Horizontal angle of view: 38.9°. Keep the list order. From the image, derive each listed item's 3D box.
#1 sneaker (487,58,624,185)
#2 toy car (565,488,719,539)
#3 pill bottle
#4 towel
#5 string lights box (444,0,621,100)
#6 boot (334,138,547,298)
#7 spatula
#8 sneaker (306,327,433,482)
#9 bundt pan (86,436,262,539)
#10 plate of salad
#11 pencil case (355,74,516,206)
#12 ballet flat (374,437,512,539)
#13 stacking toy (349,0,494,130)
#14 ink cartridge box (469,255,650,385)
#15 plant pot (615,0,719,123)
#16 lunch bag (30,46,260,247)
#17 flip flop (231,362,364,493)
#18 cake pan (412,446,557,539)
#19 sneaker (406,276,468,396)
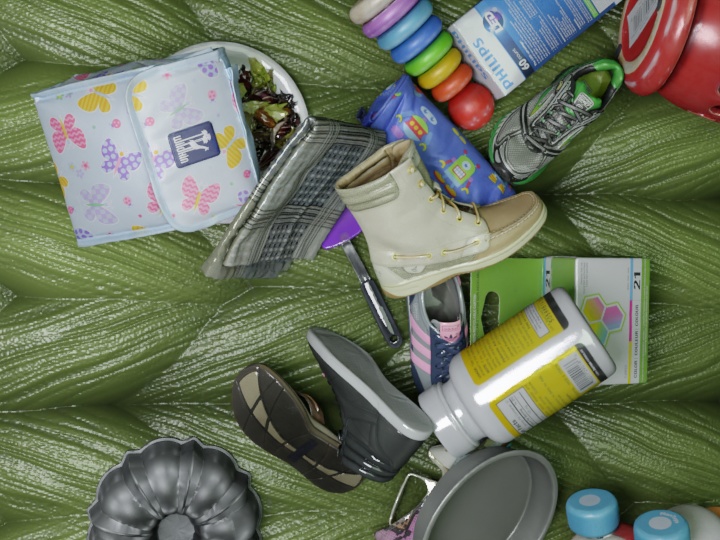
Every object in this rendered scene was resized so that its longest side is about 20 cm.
[{"bbox_3d":[0.222,-0.178,1.165,0.078,0.085,0.200,45,73,-6],"label":"sneaker"},{"bbox_3d":[0.362,0.334,1.212,0.199,0.176,0.186,-24,112,-38],"label":"toy car"},{"bbox_3d":[0.165,0.116,1.102,0.199,0.111,0.112,-34,98,9],"label":"pill bottle"},{"bbox_3d":[-0.062,-0.068,1.057,0.034,0.192,0.201,41,106,14],"label":"towel"},{"bbox_3d":[0.204,-0.299,1.184,0.199,0.059,0.103,-39,98,-7],"label":"string lights box"},{"bbox_3d":[0.087,-0.073,1.074,0.198,0.072,0.156,-24,119,6],"label":"boot"},{"bbox_3d":[0.000,0.000,1.173,0.056,0.021,0.201,-27,99,4],"label":"spatula"},{"bbox_3d":[-0.012,0.151,1.122,0.070,0.200,0.100,4,122,-49],"label":"sneaker"},{"bbox_3d":[-0.202,0.289,1.119,0.200,0.076,0.204,0,92,-12],"label":"bundt pan"},{"bbox_3d":[-0.152,-0.153,1.127,0.198,0.048,0.203,0,91,-11],"label":"plate of salad"},{"bbox_3d":[0.085,-0.127,1.157,0.200,0.078,0.087,45,73,-9],"label":"pencil case"},{"bbox_3d":[0.090,0.251,1.185,0.071,0.069,0.200,40,84,15],"label":"ballet flat"},{"bbox_3d":[0.078,-0.241,1.159,0.085,0.085,0.200,-42,105,-7],"label":"stacking toy"},{"bbox_3d":[0.229,0.058,1.176,0.198,0.076,0.150,0,92,-23],"label":"ink cartridge box"},{"bbox_3d":[0.401,-0.270,1.154,0.180,0.200,0.203,8,90,-7],"label":"plant pot"},{"bbox_3d":[-0.207,-0.128,1.033,0.198,0.127,0.171,-7,109,14],"label":"lunch bag"},{"bbox_3d":[-0.068,0.174,1.150,0.081,0.058,0.200,-36,116,24],"label":"flip flop"},{"bbox_3d":[0.139,0.284,1.160,0.199,0.037,0.202,-17,122,-28],"label":"cake pan"},{"bbox_3d":[0.093,0.083,1.164,0.069,0.082,0.202,-12,94,-10],"label":"sneaker"}]
